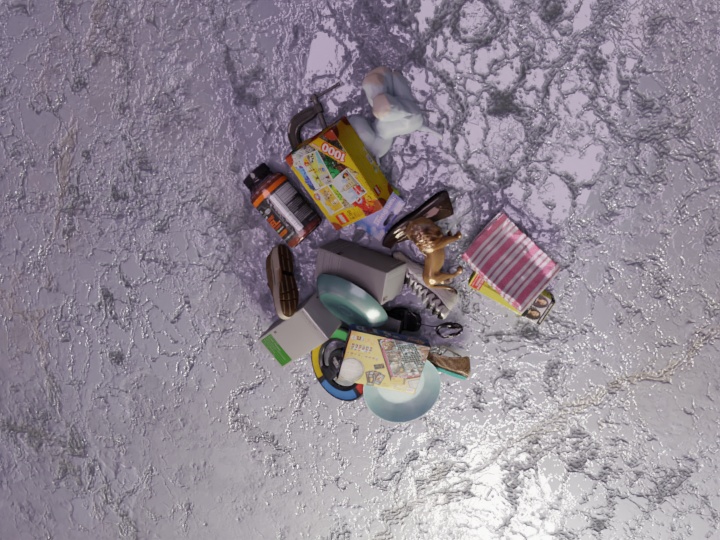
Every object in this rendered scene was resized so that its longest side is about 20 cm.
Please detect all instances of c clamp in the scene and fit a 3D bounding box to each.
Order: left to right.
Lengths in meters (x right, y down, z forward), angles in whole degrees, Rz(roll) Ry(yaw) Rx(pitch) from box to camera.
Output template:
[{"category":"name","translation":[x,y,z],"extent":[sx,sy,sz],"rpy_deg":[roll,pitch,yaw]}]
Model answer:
[{"category":"c clamp","translation":[-0.097,-0.307,1.317],"extent":[0.169,0.027,0.204],"rpy_deg":[-15,91,29]}]

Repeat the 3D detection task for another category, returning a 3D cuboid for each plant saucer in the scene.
[{"category":"plant saucer","translation":[-0.029,0.085,1.352],"extent":[0.198,0.200,0.036],"rpy_deg":[34,68,-1]},{"category":"plant saucer","translation":[0.103,0.289,1.432],"extent":[0.197,0.039,0.205],"rpy_deg":[-2,112,-5]}]

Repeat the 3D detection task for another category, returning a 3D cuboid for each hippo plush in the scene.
[{"category":"hippo plush","translation":[0.047,-0.339,1.268],"extent":[0.198,0.162,0.160],"rpy_deg":[15,140,-38]}]

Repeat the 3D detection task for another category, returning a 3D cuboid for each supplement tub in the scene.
[{"category":"supplement tub","translation":[-0.192,-0.160,1.371],"extent":[0.107,0.107,0.200],"rpy_deg":[-39,97,20]}]

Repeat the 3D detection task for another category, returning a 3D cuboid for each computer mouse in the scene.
[{"category":"computer mouse","translation":[0.160,0.130,1.425],"extent":[0.197,0.034,0.060],"rpy_deg":[11,110,17]}]

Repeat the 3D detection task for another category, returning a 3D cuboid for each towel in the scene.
[{"category":"towel","translation":[0.349,-0.019,1.314],"extent":[0.200,0.030,0.147],"rpy_deg":[43,86,1]}]

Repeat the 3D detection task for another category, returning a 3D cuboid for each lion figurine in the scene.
[{"category":"lion figurine","translation":[0.169,-0.027,1.302],"extent":[0.121,0.072,0.204],"rpy_deg":[-15,106,-24]}]

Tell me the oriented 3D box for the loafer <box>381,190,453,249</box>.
[{"category":"loafer","translation":[0.137,-0.104,1.341],"extent":[0.199,0.073,0.071],"rpy_deg":[-35,98,20]}]

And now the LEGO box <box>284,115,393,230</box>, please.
[{"category":"LEGO box","translation":[-0.045,-0.210,1.250],"extent":[0.148,0.078,0.201],"rpy_deg":[-21,115,37]}]

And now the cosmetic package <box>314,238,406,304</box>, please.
[{"category":"cosmetic package","translation":[0.000,0.000,1.355],"extent":[0.197,0.106,0.092],"rpy_deg":[17,112,26]}]

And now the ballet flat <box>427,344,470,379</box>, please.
[{"category":"ballet flat","translation":[0.187,0.220,1.449],"extent":[0.197,0.071,0.066],"rpy_deg":[16,72,11]}]

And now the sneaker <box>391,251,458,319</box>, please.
[{"category":"sneaker","translation":[0.156,0.024,1.390],"extent":[0.081,0.075,0.200],"rpy_deg":[-43,87,-11]}]

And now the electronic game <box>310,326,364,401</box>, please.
[{"category":"electronic game","translation":[-0.051,0.243,1.478],"extent":[0.197,0.041,0.204],"rpy_deg":[9,106,34]}]

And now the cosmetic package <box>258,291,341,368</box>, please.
[{"category":"cosmetic package","translation":[-0.156,0.155,1.456],"extent":[0.108,0.085,0.199],"rpy_deg":[49,127,-6]}]

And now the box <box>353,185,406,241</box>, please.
[{"category":"box","translation":[0.000,-0.178,1.357],"extent":[0.199,0.048,0.123],"rpy_deg":[35,111,-1]}]

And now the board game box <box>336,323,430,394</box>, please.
[{"category":"board game box","translation":[0.054,0.213,1.358],"extent":[0.196,0.035,0.138],"rpy_deg":[14,110,-10]}]

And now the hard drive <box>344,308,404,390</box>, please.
[{"category":"hard drive","translation":[0.028,0.190,1.461],"extent":[0.138,0.033,0.203],"rpy_deg":[21,113,25]}]

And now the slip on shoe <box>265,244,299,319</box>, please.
[{"category":"slip on shoe","translation":[-0.202,0.033,1.411],"extent":[0.060,0.076,0.203],"rpy_deg":[-28,60,30]}]

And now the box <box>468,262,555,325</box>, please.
[{"category":"box","translation":[0.360,0.047,1.360],"extent":[0.198,0.050,0.076],"rpy_deg":[30,112,0]}]
